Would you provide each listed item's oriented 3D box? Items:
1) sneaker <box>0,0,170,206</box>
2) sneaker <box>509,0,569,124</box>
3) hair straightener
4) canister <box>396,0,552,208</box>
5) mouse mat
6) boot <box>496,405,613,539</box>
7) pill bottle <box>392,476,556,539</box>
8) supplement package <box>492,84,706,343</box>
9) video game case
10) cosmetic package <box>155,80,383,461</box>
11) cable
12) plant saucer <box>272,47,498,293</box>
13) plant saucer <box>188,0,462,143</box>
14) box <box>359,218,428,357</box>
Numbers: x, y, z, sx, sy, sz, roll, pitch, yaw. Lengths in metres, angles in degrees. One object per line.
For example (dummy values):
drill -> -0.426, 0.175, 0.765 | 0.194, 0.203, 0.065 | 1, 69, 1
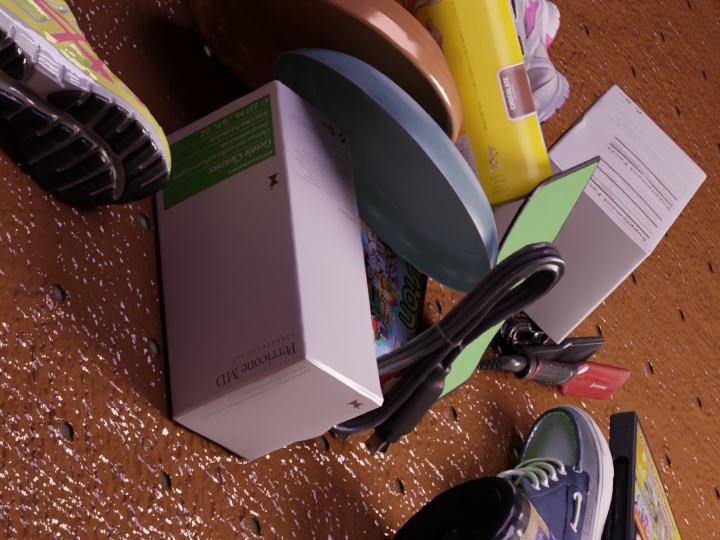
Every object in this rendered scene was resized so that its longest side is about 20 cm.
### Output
sneaker -> -0.177, -0.118, 1.515 | 0.200, 0.078, 0.091 | 45, 30, -34
sneaker -> 0.111, -0.178, 2.108 | 0.088, 0.081, 0.201 | 47, 24, -31
hair straightener -> 0.133, 0.060, 2.003 | 0.199, 0.041, 0.077 | 4, 45, -55
canister -> 0.060, -0.144, 1.803 | 0.148, 0.086, 0.202 | -176, -110, -72
mouse mat -> 0.097, 0.012, 1.805 | 0.008, 0.201, 0.161 | 35, 20, 12
boot -> 0.129, 0.159, 1.855 | 0.090, 0.072, 0.201 | 51, 30, -39
pill bottle -> 0.107, 0.242, 1.703 | 0.201, 0.111, 0.112 | 54, 28, -21
supplement package -> 0.176, -0.046, 2.044 | 0.110, 0.114, 0.200 | 44, 28, 1
video game case -> 0.217, 0.239, 1.948 | 0.181, 0.025, 0.201 | -81, 155, -48
cosmetic package -> -0.059, 0.001, 1.603 | 0.085, 0.107, 0.201 | 34, 39, -46
cable -> 0.040, 0.044, 1.655 | 0.097, 0.200, 0.050 | 17, 30, -43
plant saucer -> 0.021, -0.069, 1.675 | 0.027, 0.200, 0.201 | -42, 113, -16
plant saucer -> -0.018, -0.145, 1.708 | 0.200, 0.199, 0.038 | 45, 66, -36
box -> 0.000, 0.000, 1.792 | 0.110, 0.035, 0.201 | 50, 30, -30
